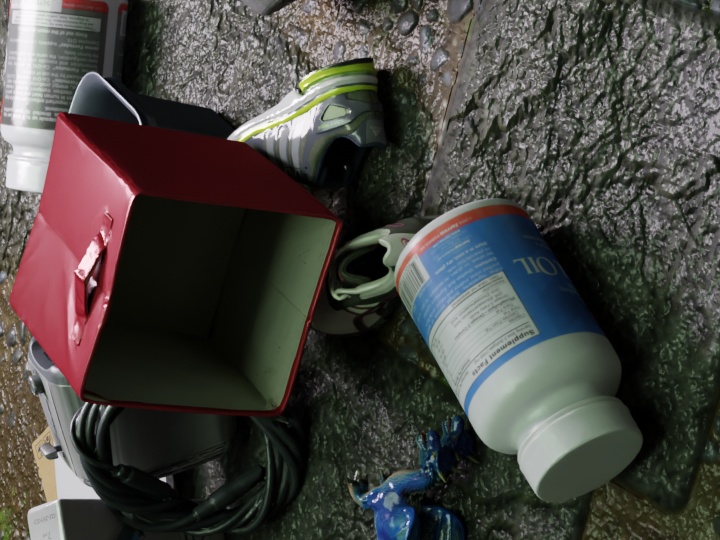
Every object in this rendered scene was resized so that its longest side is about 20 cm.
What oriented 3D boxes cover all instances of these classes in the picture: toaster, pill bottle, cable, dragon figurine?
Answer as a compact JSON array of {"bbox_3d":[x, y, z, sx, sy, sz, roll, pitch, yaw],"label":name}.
[{"bbox_3d":[-0.188,0.105,1.539,0.114,0.200,0.129,35,136,55],"label":"toaster"},{"bbox_3d":[-0.291,-0.176,1.717,0.114,0.114,0.200,12,97,50],"label":"pill bottle"},{"bbox_3d":[-0.147,0.149,1.481,0.051,0.200,0.163,-117,38,-60],"label":"cable"},{"bbox_3d":[0.112,0.057,1.224,0.112,0.112,0.200,-53,52,35],"label":"pill bottle"},{"bbox_3d":[0.039,0.207,1.348,0.099,0.059,0.200,7,93,51],"label":"dragon figurine"}]

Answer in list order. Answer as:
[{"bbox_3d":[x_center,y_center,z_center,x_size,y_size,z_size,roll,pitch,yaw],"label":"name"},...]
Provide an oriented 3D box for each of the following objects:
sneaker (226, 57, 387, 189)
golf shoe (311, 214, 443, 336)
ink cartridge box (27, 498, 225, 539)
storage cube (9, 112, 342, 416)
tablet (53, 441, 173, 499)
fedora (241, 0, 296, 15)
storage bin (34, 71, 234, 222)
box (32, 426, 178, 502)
[{"bbox_3d":[-0.050,-0.096,1.459,0.200,0.074,0.081,-37,64,45],"label":"sneaker"},{"bbox_3d":[0.000,0.000,1.382,0.200,0.088,0.077,-27,70,48],"label":"golf shoe"},{"bbox_3d":[-0.187,0.286,1.508,0.045,0.200,0.177,-21,72,34],"label":"ink cartridge box"},{"bbox_3d":[-0.147,-0.005,1.369,0.180,0.200,0.171,40,118,52],"label":"storage cube"},{"bbox_3d":[-0.237,0.207,1.684,0.200,0.014,0.130,-17,77,48],"label":"tablet"},{"bbox_3d":[-0.052,-0.281,1.423,0.090,0.177,0.200,45,118,6],"label":"fedora"},{"bbox_3d":[-0.196,-0.069,1.584,0.146,0.134,0.200,43,120,42],"label":"storage bin"},{"bbox_3d":[-0.253,0.198,1.731,0.200,0.021,0.164,-43,58,40],"label":"box"}]
